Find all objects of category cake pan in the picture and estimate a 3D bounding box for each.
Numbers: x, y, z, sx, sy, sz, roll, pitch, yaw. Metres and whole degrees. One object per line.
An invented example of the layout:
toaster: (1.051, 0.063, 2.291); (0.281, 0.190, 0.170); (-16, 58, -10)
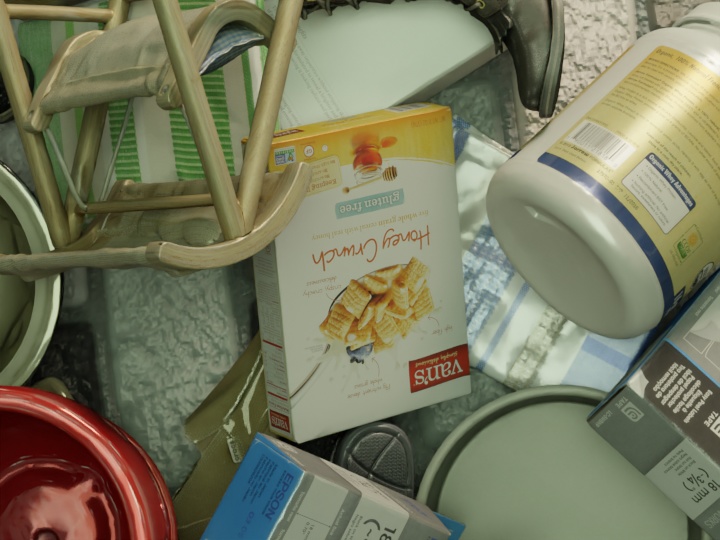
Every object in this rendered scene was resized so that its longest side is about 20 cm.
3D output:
cake pan: (0.135, 0.176, 1.600); (0.200, 0.037, 0.201); (0, 91, 5)

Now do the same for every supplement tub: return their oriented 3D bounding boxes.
supplement tub: (0.195, -0.067, 1.551); (0.200, 0.144, 0.144); (-42, 86, -19)

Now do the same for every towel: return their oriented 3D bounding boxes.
towel: (0.111, 0.002, 1.627); (0.200, 0.024, 0.147); (30, 89, 3)
towel: (-0.142, -0.110, 1.596); (0.200, 0.023, 0.153); (-10, 86, 32)

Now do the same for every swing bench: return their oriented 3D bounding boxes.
swing bench: (-0.136, -0.095, 1.480); (0.130, 0.199, 0.200); (-2, 91, -41)

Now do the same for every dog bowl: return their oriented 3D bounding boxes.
dog bowl: (-0.289, 0.009, 1.605); (0.200, 0.074, 0.200); (0, 90, 7)

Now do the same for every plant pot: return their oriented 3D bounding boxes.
plant pot: (-0.210, 0.169, 1.482); (0.200, 0.182, 0.201); (0, 90, 6)

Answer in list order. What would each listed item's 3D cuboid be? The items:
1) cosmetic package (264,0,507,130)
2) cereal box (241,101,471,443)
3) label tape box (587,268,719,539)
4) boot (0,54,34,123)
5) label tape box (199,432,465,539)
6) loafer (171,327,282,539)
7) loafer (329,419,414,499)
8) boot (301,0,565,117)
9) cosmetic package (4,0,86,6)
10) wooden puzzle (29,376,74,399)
cosmetic package: (0.017, -0.164, 1.612); (0.200, 0.081, 0.113); (-30, 86, -1)
cereal box: (0.000, 0.000, 1.554); (0.144, 0.040, 0.200); (-15, 107, -30)
label tape box: (0.268, 0.112, 1.553); (0.200, 0.063, 0.144); (42, 51, 4)
boot: (-0.330, -0.155, 1.581); (0.203, 0.154, 0.074); (17, 90, 9)
label tape box: (-0.014, 0.205, 1.502); (0.200, 0.063, 0.144); (27, 92, -39)
loafer: (-0.084, 0.102, 1.600); (0.067, 0.076, 0.200); (18, 87, -3)
loafer: (-0.003, 0.195, 1.605); (0.072, 0.063, 0.200); (7, 97, -16)
boot: (0.041, -0.185, 1.545); (0.174, 0.069, 0.200); (-8, 79, 2)
cosmetic package: (-0.153, -0.236, 1.610); (0.200, 0.105, 0.071); (-17, 86, 2)
wooden puzzle: (-0.239, 0.196, 1.595); (0.200, 0.037, 0.185); (-31, 86, 5)
